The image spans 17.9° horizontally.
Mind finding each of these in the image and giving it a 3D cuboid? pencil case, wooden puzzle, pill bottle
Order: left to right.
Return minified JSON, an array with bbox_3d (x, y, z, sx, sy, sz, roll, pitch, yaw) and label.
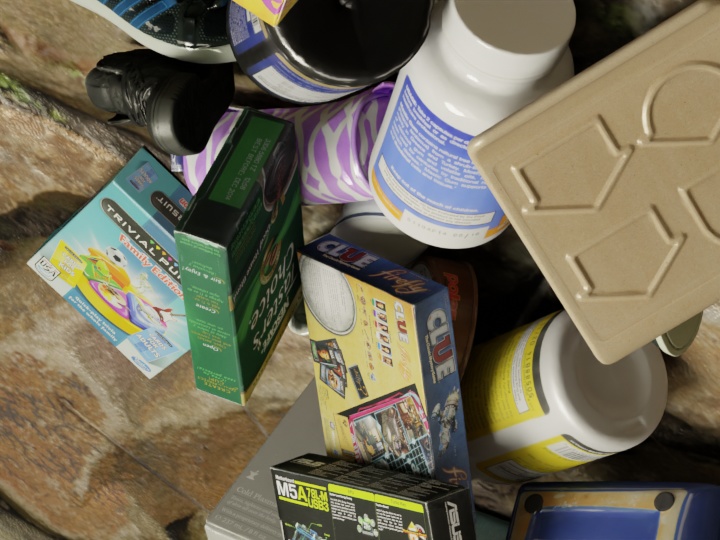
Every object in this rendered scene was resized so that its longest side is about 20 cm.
[{"bbox_3d":[-0.044,-0.089,1.678,0.199,0.084,0.086,-1,87,42],"label":"pencil case"},{"bbox_3d":[-0.027,-0.167,1.494,0.112,0.112,0.200,44,171,-9],"label":"pill bottle"},{"bbox_3d":[0.077,-0.112,1.506,0.112,0.112,0.200,33,146,8],"label":"pill bottle"},{"bbox_3d":[0.127,0.098,1.705,0.111,0.111,0.200,47,145,-13],"label":"pill bottle"},{"bbox_3d":[0.188,-0.059,1.456,0.185,0.046,0.200,-31,118,8],"label":"wooden puzzle"}]

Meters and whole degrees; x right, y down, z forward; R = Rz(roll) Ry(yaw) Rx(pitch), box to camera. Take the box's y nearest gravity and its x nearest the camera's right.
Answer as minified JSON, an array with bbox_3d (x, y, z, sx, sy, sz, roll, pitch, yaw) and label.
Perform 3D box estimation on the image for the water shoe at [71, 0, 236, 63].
[{"bbox_3d":[-0.152,-0.213,1.637,0.199,0.072,0.079,23,139,18],"label":"water shoe"}]

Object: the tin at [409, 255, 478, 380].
[{"bbox_3d":[0.038,0.064,1.746,0.042,0.112,0.200,15,148,-13],"label":"tin"}]

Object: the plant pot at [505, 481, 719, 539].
[{"bbox_3d":[0.202,0.260,1.692,0.199,0.201,0.180,-3,150,35],"label":"plant pot"}]

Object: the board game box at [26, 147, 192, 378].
[{"bbox_3d":[-0.181,-0.002,1.930,0.151,0.047,0.200,43,146,-8],"label":"board game box"}]

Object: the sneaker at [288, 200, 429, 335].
[{"bbox_3d":[0.000,0.000,1.731,0.073,0.071,0.200,20,154,-15],"label":"sneaker"}]

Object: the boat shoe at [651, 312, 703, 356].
[{"bbox_3d":[0.179,-0.031,1.541,0.066,0.075,0.200,9,136,39],"label":"boat shoe"}]

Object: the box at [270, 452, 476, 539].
[{"bbox_3d":[0.018,0.242,1.682,0.200,0.047,0.194,5,105,54],"label":"box"}]

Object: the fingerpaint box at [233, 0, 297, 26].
[{"bbox_3d":[-0.059,-0.268,1.370,0.167,0.200,0.073,34,145,7],"label":"fingerpaint box"}]

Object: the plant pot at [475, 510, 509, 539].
[{"bbox_3d":[0.106,0.330,1.937,0.199,0.197,0.196,7,136,24],"label":"plant pot"}]

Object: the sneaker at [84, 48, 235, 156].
[{"bbox_3d":[-0.155,-0.126,1.665,0.104,0.200,0.060,-2,109,12],"label":"sneaker"}]

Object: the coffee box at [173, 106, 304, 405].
[{"bbox_3d":[-0.082,-0.007,1.626,0.044,0.123,0.200,18,146,14],"label":"coffee box"}]

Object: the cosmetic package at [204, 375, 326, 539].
[{"bbox_3d":[-0.029,0.178,1.866,0.106,0.200,0.090,19,144,21],"label":"cosmetic package"}]

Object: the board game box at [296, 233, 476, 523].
[{"bbox_3d":[0.019,0.086,1.667,0.135,0.035,0.201,25,132,46],"label":"board game box"}]
